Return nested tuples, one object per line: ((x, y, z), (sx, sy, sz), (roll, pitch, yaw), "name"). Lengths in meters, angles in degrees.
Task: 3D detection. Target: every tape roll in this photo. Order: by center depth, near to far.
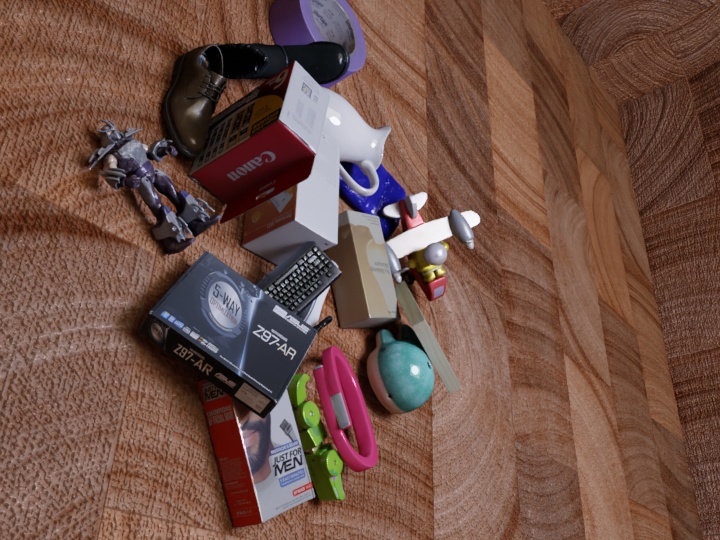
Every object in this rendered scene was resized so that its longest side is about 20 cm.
((-0.082, -0.470, 1.419), (0.200, 0.085, 0.201), (28, 52, -43), "tape roll")

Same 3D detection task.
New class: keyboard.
((-0.104, 0.060, 1.065), (0.200, 0.021, 0.127), (-43, 97, -21), "keyboard")

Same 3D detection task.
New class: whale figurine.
((0.089, 0.168, 1.296), (0.160, 0.103, 0.200), (59, 28, -12), "whale figurine")

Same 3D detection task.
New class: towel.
((0.017, -0.177, 1.429), (0.200, 0.049, 0.148), (44, 41, -32), "towel")

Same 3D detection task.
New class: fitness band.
((-0.023, 0.217, 1.123), (0.144, 0.037, 0.201), (54, 17, -58), "fitness band")

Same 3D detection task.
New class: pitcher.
((-0.046, -0.233, 1.286), (0.199, 0.121, 0.172), (23, 50, -28), "pitcher")

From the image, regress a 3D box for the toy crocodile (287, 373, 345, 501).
((-0.072, 0.252, 1.064), (0.062, 0.067, 0.201), (-29, 96, -56), "toy crocodile")

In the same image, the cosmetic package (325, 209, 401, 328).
((0.000, 0.000, 1.292), (0.105, 0.071, 0.201), (4, 69, -53), "cosmetic package")

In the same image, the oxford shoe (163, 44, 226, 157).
((-0.247, -0.266, 1.086), (0.073, 0.084, 0.201), (26, 54, -47), "oxford shoe")

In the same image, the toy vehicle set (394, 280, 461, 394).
((0.125, 0.126, 1.336), (0.200, 0.026, 0.124), (59, 4, -37), "toy vehicle set")

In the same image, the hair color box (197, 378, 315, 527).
((-0.142, 0.234, 0.984), (0.111, 0.064, 0.201), (-6, 77, -54), "hair color box")

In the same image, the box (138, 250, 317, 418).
((-0.171, 0.083, 0.963), (0.200, 0.044, 0.160), (37, 35, -4), "box")

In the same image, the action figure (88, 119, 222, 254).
((-0.286, -0.124, 0.974), (0.200, 0.069, 0.130), (53, 42, -17), "action figure")

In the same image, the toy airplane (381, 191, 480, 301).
((0.123, -0.055, 1.390), (0.198, 0.141, 0.201), (25, 94, -25), "toy airplane")

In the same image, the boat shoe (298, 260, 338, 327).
((-0.098, 0.045, 1.138), (0.068, 0.072, 0.201), (37, 50, -18), "boat shoe")

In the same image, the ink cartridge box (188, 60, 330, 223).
((-0.154, -0.187, 1.065), (0.084, 0.199, 0.176), (39, 43, -34), "ink cartridge box")

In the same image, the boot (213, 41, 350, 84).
((-0.135, -0.350, 1.194), (0.162, 0.197, 0.074), (-29, 122, -65), "boot")

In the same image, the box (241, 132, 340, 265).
((-0.111, -0.126, 1.162), (0.097, 0.124, 0.201), (30, 50, -42), "box")
